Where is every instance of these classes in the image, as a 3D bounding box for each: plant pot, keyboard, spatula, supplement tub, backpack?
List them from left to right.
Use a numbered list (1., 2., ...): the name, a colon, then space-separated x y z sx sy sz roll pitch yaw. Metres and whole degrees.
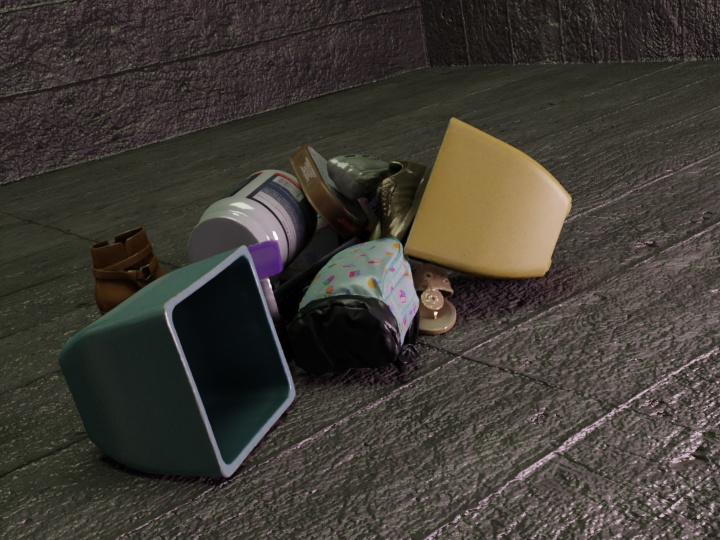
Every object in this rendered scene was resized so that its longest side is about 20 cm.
1. plant pot: -0.222 0.111 1.098 0.197 0.199 0.196 -12 16 24
2. supplement tub: -0.155 -0.054 1.413 0.138 0.142 0.200 -3 22 20
3. spatula: -0.112 0.044 1.203 0.056 0.202 0.021 -16 37 -6
4. keyboard: -0.069 0.042 1.322 0.020 0.128 0.199 33 44 23
5. backpack: 0.006 0.045 1.252 0.164 0.128 0.200 -2 23 21
6. plant pot: 0.188 -0.079 1.383 0.197 0.197 0.195 20 0 6

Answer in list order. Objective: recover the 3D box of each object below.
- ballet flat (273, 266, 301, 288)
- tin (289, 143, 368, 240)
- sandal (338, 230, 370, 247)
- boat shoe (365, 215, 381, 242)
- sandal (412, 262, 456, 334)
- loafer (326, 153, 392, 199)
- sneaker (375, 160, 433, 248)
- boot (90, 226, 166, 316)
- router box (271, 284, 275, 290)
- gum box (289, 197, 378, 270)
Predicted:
1. ballet flat: -0.101 0.032 1.465 0.198 0.068 0.062 3 34 37
2. tin: -0.048 -0.122 1.474 0.042 0.111 0.201 -46 39 16
3. sandal: -0.001 0.000 1.449 0.075 0.043 0.201 20 33 -20
4. boat shoe: 0.058 -0.066 1.488 0.064 0.073 0.200 31 23 4
5. sandal: 0.093 0.020 1.381 0.076 0.071 0.212 -8 18 5
6. loafer: 0.002 -0.151 1.477 0.070 0.070 0.200 -49 -8 13
7. sneaker: 0.049 -0.089 1.399 0.075 0.071 0.201 20 41 6
8. boot: -0.328 0.006 1.511 0.198 0.158 0.076 -22 21 -34
9. router box: -0.236 0.076 1.401 0.148 0.063 0.199 7 25 40
10. gum box: -0.060 -0.065 1.618 0.199 0.067 0.114 -11 28 50
